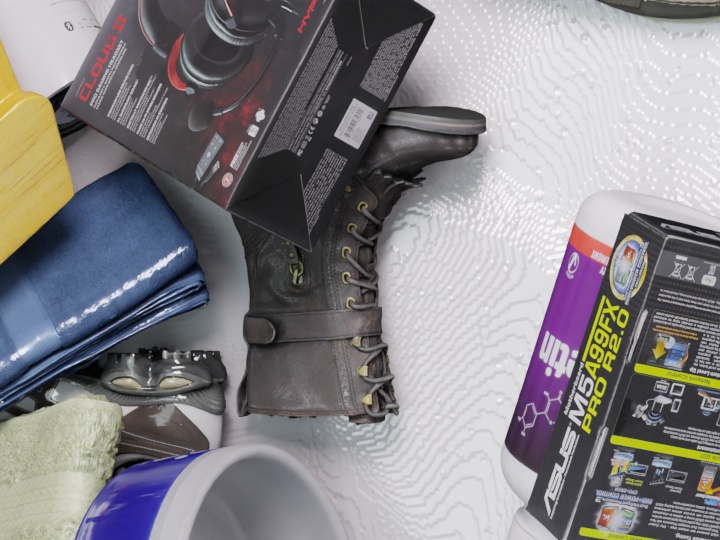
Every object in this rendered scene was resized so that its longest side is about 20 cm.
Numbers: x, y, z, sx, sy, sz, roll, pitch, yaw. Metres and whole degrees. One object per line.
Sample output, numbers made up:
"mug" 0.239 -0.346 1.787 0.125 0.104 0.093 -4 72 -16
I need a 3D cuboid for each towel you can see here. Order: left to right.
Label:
"towel" -0.218 0.154 1.234 0.199 0.036 0.150 -17 55 42
"towel" -0.194 0.020 1.258 0.199 0.049 0.112 -31 49 -5

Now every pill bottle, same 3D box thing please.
"pill bottle" 0.142 0.066 1.112 0.112 0.112 0.202 22 102 24

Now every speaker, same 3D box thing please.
"speaker" -0.224 -0.182 1.298 0.081 0.081 0.201 -38 77 23

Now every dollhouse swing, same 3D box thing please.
"dollhouse swing" -0.289 -0.094 1.234 0.182 0.176 0.200 -44 32 -15

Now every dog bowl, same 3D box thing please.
"dog bowl" -0.079 0.202 1.183 0.078 0.200 0.202 -10 89 28

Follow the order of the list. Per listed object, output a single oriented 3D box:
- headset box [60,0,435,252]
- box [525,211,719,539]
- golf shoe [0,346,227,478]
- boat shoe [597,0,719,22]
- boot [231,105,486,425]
"headset box" -0.073 -0.120 1.184 0.200 0.075 0.150 32 94 46
"box" 0.198 0.069 1.048 0.044 0.198 0.162 41 117 62
"golf shoe" -0.175 0.095 1.293 0.198 0.078 0.096 -1 93 28
"boat shoe" 0.128 -0.180 1.131 0.200 0.060 0.073 20 102 24
"boot" 0.000 0.000 1.209 0.199 0.069 0.176 -10 89 37
